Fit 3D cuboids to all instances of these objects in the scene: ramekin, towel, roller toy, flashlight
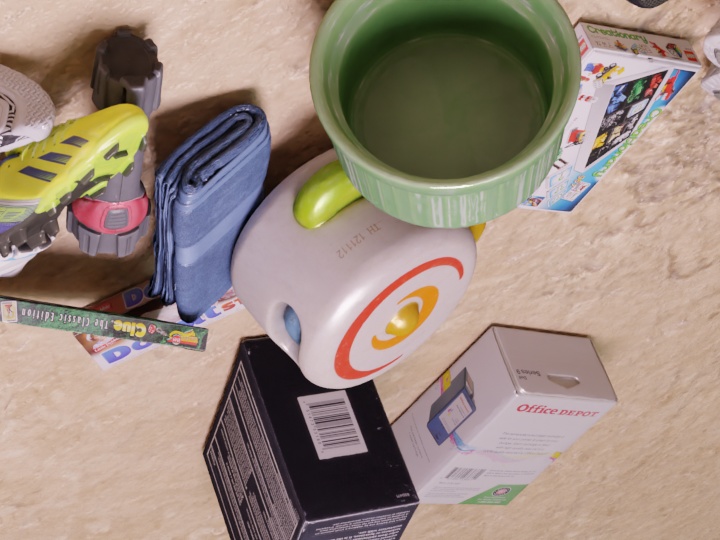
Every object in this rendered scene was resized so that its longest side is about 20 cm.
[{"bbox_3d":[0.064,-0.130,1.573,0.199,0.201,0.098,-18,156,-5],"label":"ramekin"},{"bbox_3d":[-0.121,-0.048,1.696,0.112,0.048,0.200,-42,159,-27],"label":"towel"},{"bbox_3d":[0.000,0.000,1.737,0.183,0.140,0.200,-53,154,23],"label":"roller toy"},{"bbox_3d":[-0.185,-0.096,1.599,0.068,0.067,0.201,-51,164,-40],"label":"flashlight"}]

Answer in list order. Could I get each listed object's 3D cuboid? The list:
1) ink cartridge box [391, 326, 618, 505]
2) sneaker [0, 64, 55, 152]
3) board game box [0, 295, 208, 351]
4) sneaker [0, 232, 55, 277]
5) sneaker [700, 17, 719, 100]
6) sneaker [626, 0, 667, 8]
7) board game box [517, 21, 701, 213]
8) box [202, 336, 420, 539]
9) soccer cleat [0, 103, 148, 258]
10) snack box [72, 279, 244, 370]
[{"bbox_3d":[0.142,0.151,2.143,0.145,0.088,0.200,7,141,-38],"label":"ink cartridge box"},{"bbox_3d":[-0.322,-0.088,1.519,0.198,0.076,0.115,-6,147,-16],"label":"sneaker"},{"bbox_3d":[-0.235,0.040,1.726,0.199,0.024,0.105,10,176,-28],"label":"board game box"},{"bbox_3d":[-0.338,-0.011,1.628,0.199,0.075,0.087,-1,149,-30],"label":"sneaker"},{"bbox_3d":[0.337,-0.191,1.754,0.100,0.078,0.200,-63,169,-8],"label":"sneaker"},{"bbox_3d":[0.279,-0.248,1.597,0.076,0.115,0.199,17,134,-43],"label":"sneaker"},{"bbox_3d":[0.183,-0.126,1.796,0.126,0.035,0.200,4,140,-37],"label":"board game box"},{"bbox_3d":[-0.051,0.193,1.984,0.122,0.201,0.199,-7,147,-23],"label":"box"},{"bbox_3d":[-0.228,-0.081,1.546,0.065,0.084,0.200,-20,170,-45],"label":"soccer cleat"},{"bbox_3d":[-0.150,0.024,1.834,0.199,0.024,0.072,-24,148,4],"label":"snack box"}]
